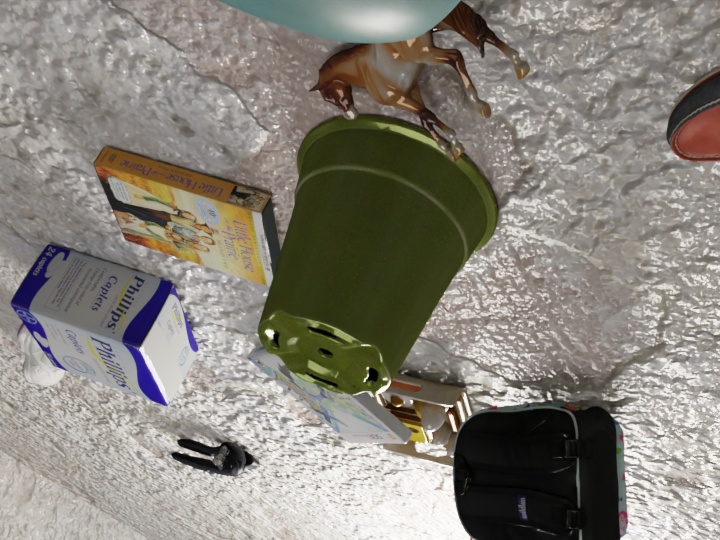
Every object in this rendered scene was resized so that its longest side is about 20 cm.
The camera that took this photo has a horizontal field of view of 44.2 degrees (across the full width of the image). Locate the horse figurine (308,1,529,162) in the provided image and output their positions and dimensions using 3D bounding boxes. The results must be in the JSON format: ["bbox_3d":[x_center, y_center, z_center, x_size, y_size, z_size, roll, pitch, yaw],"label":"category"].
[{"bbox_3d":[0.042,-0.150,0.650,0.132,0.050,0.200,43,157,2],"label":"horse figurine"}]

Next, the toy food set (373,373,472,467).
[{"bbox_3d":[0.075,0.204,1.176,0.143,0.061,0.200,9,146,23],"label":"toy food set"}]

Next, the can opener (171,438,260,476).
[{"bbox_3d":[-0.281,0.350,1.646,0.199,0.064,0.079,-1,142,35],"label":"can opener"}]

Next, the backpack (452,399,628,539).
[{"bbox_3d":[0.205,0.240,1.027,0.150,0.178,0.200,9,166,-43],"label":"backpack"}]

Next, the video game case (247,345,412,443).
[{"bbox_3d":[-0.046,0.164,1.181,0.200,0.022,0.182,42,156,-12],"label":"video game case"}]

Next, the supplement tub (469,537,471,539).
[{"bbox_3d":[0.240,0.360,1.243,0.122,0.123,0.200,29,150,-9],"label":"supplement tub"}]

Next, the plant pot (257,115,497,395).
[{"bbox_3d":[0.000,0.000,0.787,0.199,0.190,0.200,18,148,11],"label":"plant pot"}]

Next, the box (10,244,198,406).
[{"bbox_3d":[-0.349,0.079,1.235,0.199,0.105,0.184,16,149,12],"label":"box"}]

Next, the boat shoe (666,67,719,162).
[{"bbox_3d":[0.284,-0.100,0.561,0.200,0.063,0.071,-11,137,46],"label":"boat shoe"}]

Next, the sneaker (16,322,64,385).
[{"bbox_3d":[-0.516,0.151,1.489,0.099,0.075,0.200,23,150,4],"label":"sneaker"}]

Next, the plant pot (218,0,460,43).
[{"bbox_3d":[-0.010,-0.216,0.468,0.161,0.201,0.200,24,152,-24],"label":"plant pot"}]

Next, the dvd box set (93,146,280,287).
[{"bbox_3d":[-0.186,-0.056,0.985,0.199,0.029,0.147,17,149,12],"label":"dvd box set"}]
